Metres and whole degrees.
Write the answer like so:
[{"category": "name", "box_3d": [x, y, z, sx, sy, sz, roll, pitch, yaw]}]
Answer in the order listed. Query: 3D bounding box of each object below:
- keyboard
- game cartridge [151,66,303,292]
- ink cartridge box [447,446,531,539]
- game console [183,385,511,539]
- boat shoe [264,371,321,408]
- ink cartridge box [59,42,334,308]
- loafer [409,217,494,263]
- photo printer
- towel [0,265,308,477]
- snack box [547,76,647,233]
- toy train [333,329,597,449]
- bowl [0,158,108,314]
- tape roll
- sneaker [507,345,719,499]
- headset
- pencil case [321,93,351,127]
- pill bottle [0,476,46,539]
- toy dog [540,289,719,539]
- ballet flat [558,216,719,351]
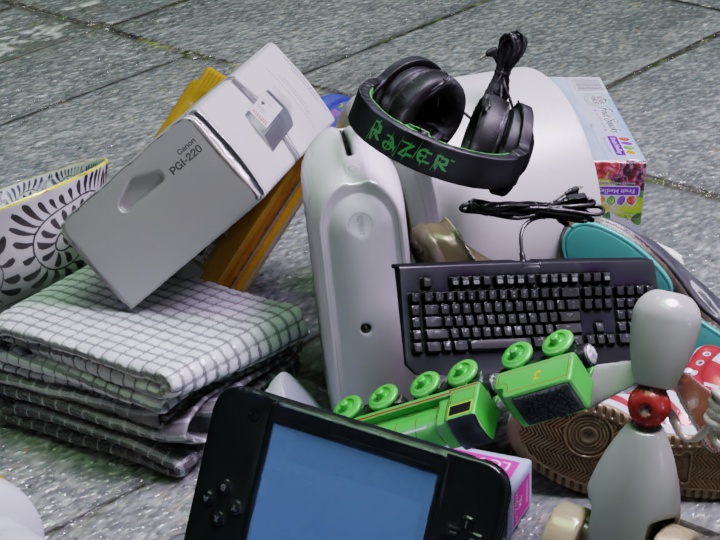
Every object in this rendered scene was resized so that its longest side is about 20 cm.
[{"category": "keyboard", "box_3d": [0.113, 0.004, 1.486, 0.199, 0.128, 0.021, -2, -11, -26]}, {"category": "game cartridge", "box_3d": [-0.123, -0.064, 1.779, 0.032, 0.177, 0.200, 33, 0, -40]}, {"category": "ink cartridge box", "box_3d": [0.026, 0.169, 1.408, 0.118, 0.042, 0.200, 9, 27, 19]}, {"category": "game console", "box_3d": [-0.034, 0.175, 1.282, 0.199, 0.172, 0.118, 15, 6, 21]}, {"category": "boat shoe", "box_3d": [-0.058, 0.121, 1.472, 0.065, 0.074, 0.200, -38, 2, 8]}, {"category": "ink cartridge box", "box_3d": [-0.116, -0.073, 1.611, 0.145, 0.085, 0.200, -39, 5, 23]}, {"category": "loafer", "box_3d": [0.110, 0.026, 1.545, 0.067, 0.200, 0.076, -43, 29, 0]}, {"category": "photo printer", "box_3d": [0.000, 0.000, 1.560, 0.069, 0.202, 0.167, -7, 17, -2]}, {"category": "towel", "box_3d": [-0.156, 0.065, 1.583, 0.199, 0.086, 0.165, 14, 26, 30]}, {"category": "snack box", "box_3d": [0.184, -0.058, 1.783, 0.053, 0.143, 0.200, -1, 24, -5]}, {"category": "toy train", "box_3d": [0.062, 0.090, 1.413, 0.199, 0.042, 0.057, -19, 35, 28]}, {"category": "bowl", "box_3d": [-0.273, -0.008, 1.691, 0.199, 0.095, 0.201, -19, 8, 3]}, {"category": "tape roll", "box_3d": [0.077, -0.048, 1.688, 0.138, 0.204, 0.203, -10, 26, -23]}, {"category": "sneaker", "box_3d": [0.199, 0.100, 1.521, 0.198, 0.072, 0.113, 8, 28, -1]}, {"category": "headset", "box_3d": [0.071, -0.113, 1.523, 0.123, 0.094, 0.200, 26, 19, 13]}, {"category": "pencil case", "box_3d": [0.011, -0.096, 1.936, 0.087, 0.078, 0.200, 20, 9, -38]}, {"category": "pill bottle", "box_3d": [-0.261, 0.163, 1.327, 0.112, 0.113, 0.199, -20, 32, -37]}, {"category": "toy dog", "box_3d": [0.186, 0.115, 1.387, 0.132, 0.201, 0.096, 36, 17, 14]}, {"category": "ballet flat", "box_3d": [0.231, 0.028, 1.620, 0.200, 0.073, 0.073, 40, 34, 7]}]
